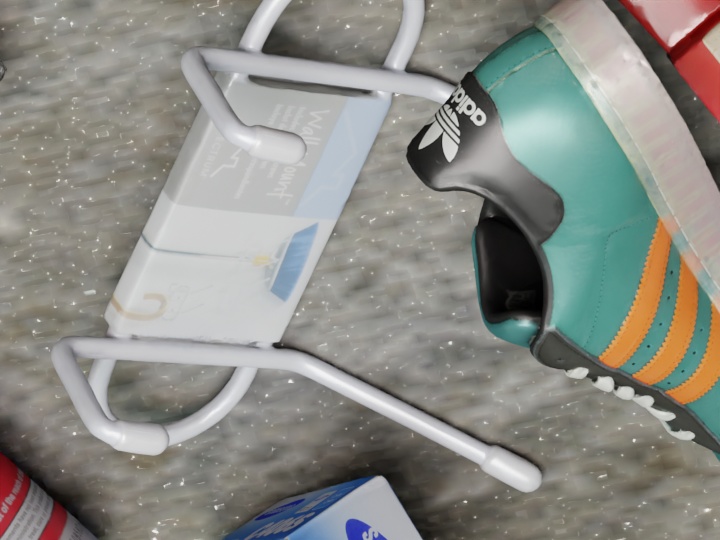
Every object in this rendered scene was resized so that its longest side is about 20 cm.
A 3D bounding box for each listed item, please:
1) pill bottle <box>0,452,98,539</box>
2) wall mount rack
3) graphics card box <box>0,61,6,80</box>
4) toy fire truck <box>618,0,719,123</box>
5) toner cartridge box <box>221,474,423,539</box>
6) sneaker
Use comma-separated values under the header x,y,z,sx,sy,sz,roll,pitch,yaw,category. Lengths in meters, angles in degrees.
x,y,z,sx,sy,sz,roll,pitch,yaw,category
-0.191,0.075,0.919,0.200,0.112,0.112,43,114,-11,pill bottle
0.000,0.000,0.878,0.173,0.075,0.200,5,124,-36,wall mount rack
-0.224,-0.088,0.846,0.200,0.126,0.051,45,157,-11,graphics card box
0.123,-0.054,0.784,0.049,0.141,0.200,-42,102,11,toy fire truck
0.026,0.167,0.910,0.200,0.043,0.095,59,155,-3,toner cartridge box
0.078,0.005,0.835,0.080,0.071,0.200,-33,127,1,sneaker
